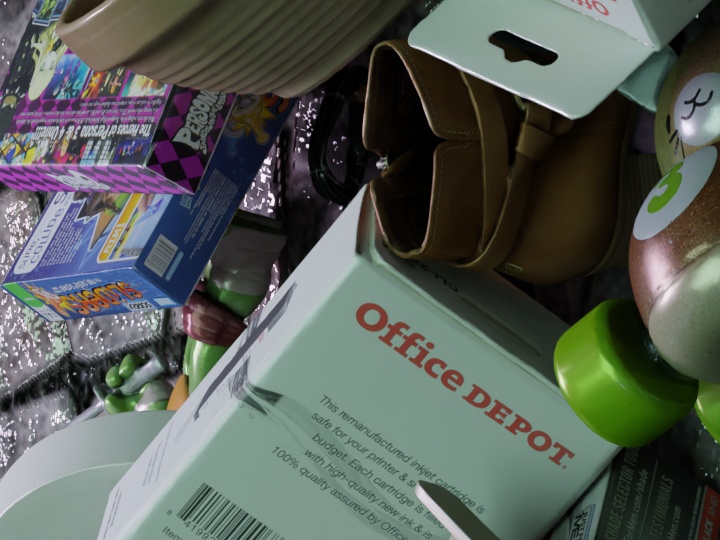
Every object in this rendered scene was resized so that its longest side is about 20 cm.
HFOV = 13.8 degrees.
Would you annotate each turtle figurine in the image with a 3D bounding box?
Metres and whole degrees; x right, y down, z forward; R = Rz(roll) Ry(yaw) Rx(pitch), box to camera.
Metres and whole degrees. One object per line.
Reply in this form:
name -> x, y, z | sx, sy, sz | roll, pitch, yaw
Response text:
turtle figurine -> -0.114, 0.056, 1.474 | 0.200, 0.144, 0.194 | 19, 96, 28

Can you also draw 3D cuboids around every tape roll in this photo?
tape roll -> -0.083, 0.148, 1.419 | 0.203, 0.203, 0.037 | -49, 23, 38

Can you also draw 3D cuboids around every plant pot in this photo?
plant pot -> -0.028, -0.138, 1.251 | 0.093, 0.201, 0.201 | 46, 137, -12

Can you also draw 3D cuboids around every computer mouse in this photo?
computer mouse -> 0.000, 0.000, 1.424 | 0.034, 0.059, 0.201 | -3, 84, 33

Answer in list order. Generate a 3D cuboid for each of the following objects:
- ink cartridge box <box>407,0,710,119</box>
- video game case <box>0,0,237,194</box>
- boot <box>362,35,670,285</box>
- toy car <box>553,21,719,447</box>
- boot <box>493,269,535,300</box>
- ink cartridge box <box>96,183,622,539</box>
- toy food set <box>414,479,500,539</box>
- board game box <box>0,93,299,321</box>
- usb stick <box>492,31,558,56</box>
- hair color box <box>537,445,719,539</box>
ink cartridge box -> 0.106, -0.161, 1.160 | 0.200, 0.068, 0.115 | -45, 42, -15
video game case -> -0.102, -0.124, 1.426 | 0.200, 0.036, 0.182 | 2, 67, 59
boot -> 0.059, -0.092, 1.267 | 0.077, 0.155, 0.201 | -12, 81, 49
toy car -> 0.151, -0.052, 1.166 | 0.164, 0.158, 0.200 | -41, 55, 33
boot -> 0.043, 0.056, 1.377 | 0.097, 0.075, 0.200 | -121, 31, -66
ink cartridge box -> 0.000, 0.085, 1.286 | 0.200, 0.144, 0.084 | -50, 13, 21
toy food set -> 0.036, 0.206, 1.198 | 0.143, 0.060, 0.200 | 43, 122, 39
board game box -> -0.085, -0.070, 1.439 | 0.135, 0.034, 0.200 | -6, 51, 56
usb stick -> 0.094, -0.179, 1.249 | 0.033, 0.055, 0.200 | 89, -166, -64
hair color box -> 0.068, 0.170, 1.293 | 0.200, 0.064, 0.111 | -47, 16, 41
